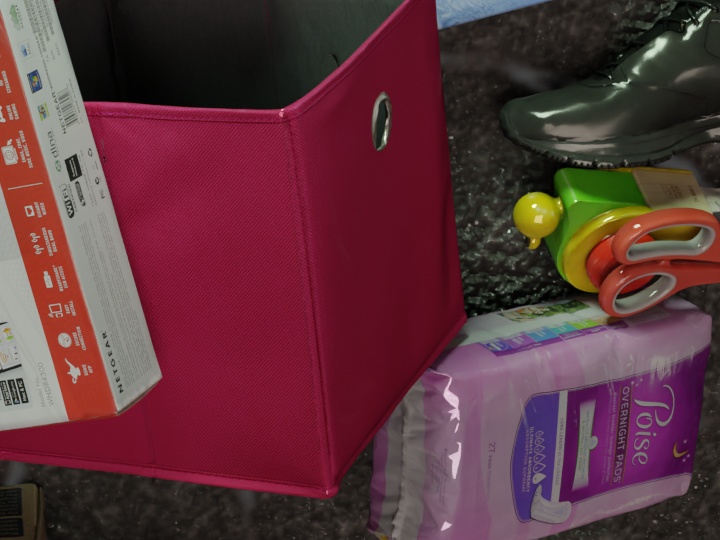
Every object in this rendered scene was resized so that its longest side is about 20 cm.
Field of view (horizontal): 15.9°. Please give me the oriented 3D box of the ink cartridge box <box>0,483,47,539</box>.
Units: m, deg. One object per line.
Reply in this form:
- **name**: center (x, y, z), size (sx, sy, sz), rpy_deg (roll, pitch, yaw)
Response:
- **ink cartridge box**: center (-0.252, 0.231, 1.459), size (0.164, 0.075, 0.201), rpy_deg (-6, 112, -5)

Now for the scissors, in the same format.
- **scissors**: center (0.213, -0.008, 1.416), size (0.199, 0.014, 0.073), rpy_deg (-4, 132, -31)

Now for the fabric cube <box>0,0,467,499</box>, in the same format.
- **fabric cube**: center (-0.074, -0.028, 1.275), size (0.199, 0.196, 0.200), rpy_deg (4, 116, 22)

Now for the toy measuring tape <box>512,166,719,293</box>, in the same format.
- **toy measuring tape**: center (0.170, -0.020, 1.433), size (0.199, 0.074, 0.074), rpy_deg (3, 112, -27)

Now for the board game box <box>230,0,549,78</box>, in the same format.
- **board game box**: center (0.014, -0.220, 1.331), size (0.198, 0.043, 0.201), rpy_deg (-15, 114, -3)

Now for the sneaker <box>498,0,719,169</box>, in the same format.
- **sneaker**: center (0.170, -0.106, 1.397), size (0.199, 0.076, 0.091), rpy_deg (-9, 104, -12)

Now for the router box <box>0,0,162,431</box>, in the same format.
- **router box**: center (-0.202, -0.022, 1.179), size (0.179, 0.049, 0.201), rpy_deg (-10, 104, 25)

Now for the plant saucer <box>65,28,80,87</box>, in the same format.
- **plant saucer**: center (-0.247, -0.094, 1.348), size (0.200, 0.035, 0.201), rpy_deg (-3, 112, -8)

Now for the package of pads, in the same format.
- **package of pads**: center (0.097, 0.083, 1.411), size (0.200, 0.076, 0.121), rpy_deg (-11, 117, -35)
